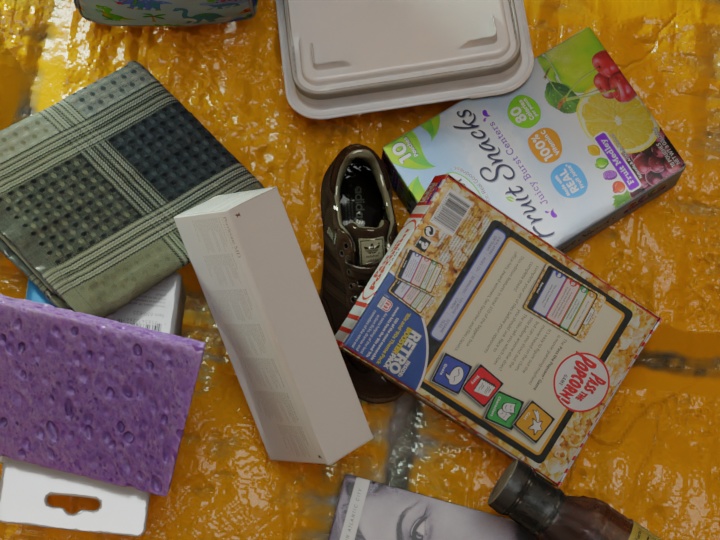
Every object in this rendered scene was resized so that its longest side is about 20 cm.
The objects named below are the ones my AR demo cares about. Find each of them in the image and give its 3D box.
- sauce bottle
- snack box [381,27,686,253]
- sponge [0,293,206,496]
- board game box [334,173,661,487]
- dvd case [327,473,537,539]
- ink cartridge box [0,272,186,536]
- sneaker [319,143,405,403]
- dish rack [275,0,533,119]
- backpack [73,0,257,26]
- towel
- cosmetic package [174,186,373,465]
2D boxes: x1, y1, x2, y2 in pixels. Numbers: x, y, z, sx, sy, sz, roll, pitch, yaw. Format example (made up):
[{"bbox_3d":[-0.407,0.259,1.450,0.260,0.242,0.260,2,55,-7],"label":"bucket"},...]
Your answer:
[{"bbox_3d":[0.185,0.211,1.288,0.200,0.066,0.066,34,75,0],"label":"sauce bottle"},{"bbox_3d":[0.136,-0.082,1.389,0.200,0.053,0.142,-30,76,-10],"label":"snack box"},{"bbox_3d":[-0.218,0.083,1.242,0.199,0.030,0.112,14,100,0],"label":"sponge"},{"bbox_3d":[0.102,0.045,1.313,0.200,0.046,0.152,34,85,-9],"label":"board game box"},{"bbox_3d":[0.065,0.249,1.307,0.199,0.016,0.149,15,74,2],"label":"dvd case"},{"bbox_3d":[-0.201,0.099,1.312,0.115,0.067,0.201,7,73,-1],"label":"ink cartridge box"},{"bbox_3d":[0.000,0.000,1.347,0.070,0.076,0.201,-8,74,-5],"label":"sneaker"},{"bbox_3d":[0.031,-0.211,1.401,0.199,0.044,0.172,-9,62,3],"label":"dish rack"},{"bbox_3d":[-0.148,-0.276,1.353,0.182,0.200,0.148,0,74,-1],"label":"backpack"},{"bbox_3d":[-0.193,-0.059,1.339,0.200,0.035,0.193,-32,64,-30],"label":"towel"},{"bbox_3d":[-0.062,0.041,1.284,0.051,0.082,0.201,-28,104,-30],"label":"cosmetic package"}]
